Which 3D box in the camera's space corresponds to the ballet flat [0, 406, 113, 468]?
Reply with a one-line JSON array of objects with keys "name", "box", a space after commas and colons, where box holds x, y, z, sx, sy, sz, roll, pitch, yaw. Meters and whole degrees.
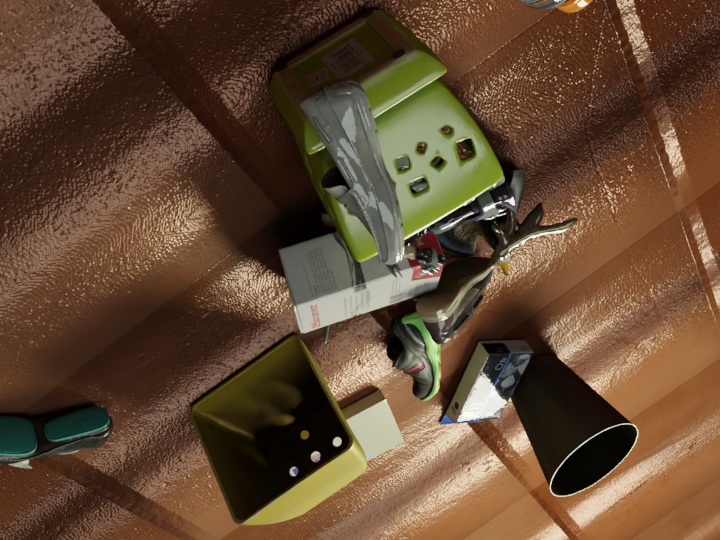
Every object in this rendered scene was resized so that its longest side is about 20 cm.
[{"name": "ballet flat", "box": [-0.435, 0.233, 1.192, 0.198, 0.068, 0.069, -2, 137, -26]}]

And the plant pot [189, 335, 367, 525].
[{"name": "plant pot", "box": [-0.101, 0.254, 1.309, 0.199, 0.201, 0.177, -35, 147, 3]}]

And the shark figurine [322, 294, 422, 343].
[{"name": "shark figurine", "box": [0.042, 0.027, 1.252, 0.212, 0.090, 0.129, -12, 131, -21]}]

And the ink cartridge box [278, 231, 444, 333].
[{"name": "ink cartridge box", "box": [0.000, 0.000, 1.156, 0.198, 0.084, 0.147, -18, 164, -6]}]

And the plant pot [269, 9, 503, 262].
[{"name": "plant pot", "box": [0.017, -0.167, 1.000, 0.198, 0.200, 0.182, -31, 128, 1]}]

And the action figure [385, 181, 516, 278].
[{"name": "action figure", "box": [0.084, -0.064, 1.065, 0.199, 0.131, 0.069, -26, 166, 5]}]

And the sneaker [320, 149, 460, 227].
[{"name": "sneaker", "box": [0.036, -0.120, 1.146, 0.198, 0.076, 0.088, -20, 107, -1]}]

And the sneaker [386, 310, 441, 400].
[{"name": "sneaker", "box": [0.084, 0.130, 1.384, 0.083, 0.077, 0.201, -3, 135, 7]}]

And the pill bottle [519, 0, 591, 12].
[{"name": "pill bottle", "box": [0.185, -0.359, 0.981, 0.199, 0.107, 0.107, 17, 118, -37]}]

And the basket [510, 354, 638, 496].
[{"name": "basket", "box": [0.349, 0.255, 1.527, 0.180, 0.201, 0.136, -46, 133, 13]}]

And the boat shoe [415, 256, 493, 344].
[{"name": "boat shoe", "box": [0.139, 0.039, 1.262, 0.071, 0.200, 0.065, 0, 113, 28]}]

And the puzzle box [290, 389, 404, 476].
[{"name": "puzzle box", "box": [-0.033, 0.289, 1.479, 0.199, 0.025, 0.134, -27, 135, -5]}]

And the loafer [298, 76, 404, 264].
[{"name": "loafer", "box": [-0.005, -0.093, 0.887, 0.069, 0.070, 0.202, -19, 114, 0]}]

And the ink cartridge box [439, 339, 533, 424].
[{"name": "ink cartridge box", "box": [0.217, 0.207, 1.532, 0.099, 0.039, 0.201, -1, 128, -28]}]

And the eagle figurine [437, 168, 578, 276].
[{"name": "eagle figurine", "box": [0.176, -0.065, 1.196, 0.150, 0.200, 0.152, 12, 107, -14]}]
